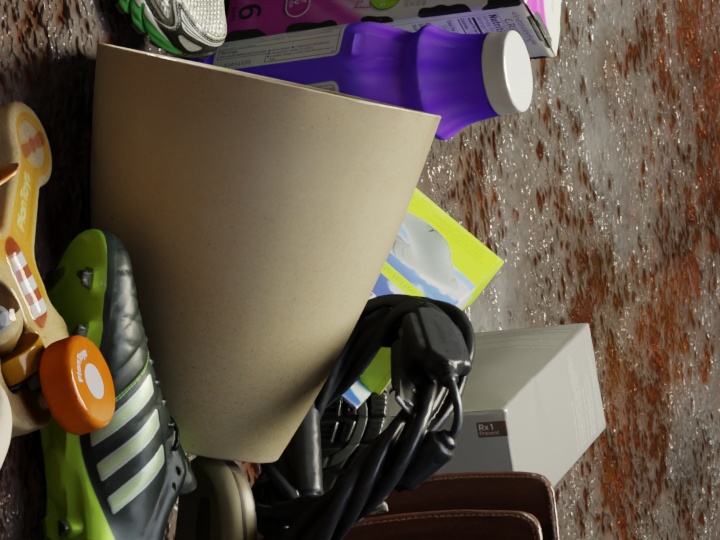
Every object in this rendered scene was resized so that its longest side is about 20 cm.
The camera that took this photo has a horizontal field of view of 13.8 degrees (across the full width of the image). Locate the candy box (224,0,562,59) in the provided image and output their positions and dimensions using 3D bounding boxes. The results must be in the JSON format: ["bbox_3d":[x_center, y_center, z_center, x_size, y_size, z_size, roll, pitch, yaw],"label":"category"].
[{"bbox_3d":[0.023,-0.188,1.783,0.061,0.199,0.137,54,37,-52],"label":"candy box"}]

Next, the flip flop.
[{"bbox_3d":[-0.093,0.196,1.559,0.057,0.081,0.201,5,86,-34],"label":"flip flop"}]

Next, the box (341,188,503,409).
[{"bbox_3d":[0.000,0.000,1.803,0.122,0.048,0.200,40,27,5],"label":"box"}]

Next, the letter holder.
[{"bbox_3d":[0.007,0.179,1.640,0.101,0.199,0.143,37,46,-68],"label":"letter holder"}]

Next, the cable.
[{"bbox_3d":[-0.001,0.087,1.593,0.051,0.163,0.200,34,12,-18],"label":"cable"}]

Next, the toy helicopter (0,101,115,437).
[{"bbox_3d":[-0.181,-0.011,1.445,0.132,0.079,0.200,53,27,-41],"label":"toy helicopter"}]

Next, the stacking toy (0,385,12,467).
[{"bbox_3d":[-0.253,0.039,1.212,0.200,0.146,0.146,50,36,-23],"label":"stacking toy"}]

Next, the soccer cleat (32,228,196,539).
[{"bbox_3d":[-0.125,0.079,1.517,0.081,0.067,0.201,0,91,-37],"label":"soccer cleat"}]

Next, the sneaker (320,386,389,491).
[{"bbox_3d":[-0.016,0.138,1.805,0.091,0.076,0.201,41,54,-72],"label":"sneaker"}]

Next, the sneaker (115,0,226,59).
[{"bbox_3d":[-0.103,-0.215,1.635,0.078,0.085,0.201,-38,121,-63],"label":"sneaker"}]

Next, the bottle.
[{"bbox_3d":[-0.002,-0.102,1.703,0.084,0.199,0.065,58,33,-44],"label":"bottle"}]

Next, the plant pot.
[{"bbox_3d":[-0.067,-0.005,1.583,0.187,0.187,0.201,3,99,-67],"label":"plant pot"}]

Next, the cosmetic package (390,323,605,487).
[{"bbox_3d":[0.086,0.103,1.993,0.200,0.107,0.090,-40,122,-61],"label":"cosmetic package"}]
